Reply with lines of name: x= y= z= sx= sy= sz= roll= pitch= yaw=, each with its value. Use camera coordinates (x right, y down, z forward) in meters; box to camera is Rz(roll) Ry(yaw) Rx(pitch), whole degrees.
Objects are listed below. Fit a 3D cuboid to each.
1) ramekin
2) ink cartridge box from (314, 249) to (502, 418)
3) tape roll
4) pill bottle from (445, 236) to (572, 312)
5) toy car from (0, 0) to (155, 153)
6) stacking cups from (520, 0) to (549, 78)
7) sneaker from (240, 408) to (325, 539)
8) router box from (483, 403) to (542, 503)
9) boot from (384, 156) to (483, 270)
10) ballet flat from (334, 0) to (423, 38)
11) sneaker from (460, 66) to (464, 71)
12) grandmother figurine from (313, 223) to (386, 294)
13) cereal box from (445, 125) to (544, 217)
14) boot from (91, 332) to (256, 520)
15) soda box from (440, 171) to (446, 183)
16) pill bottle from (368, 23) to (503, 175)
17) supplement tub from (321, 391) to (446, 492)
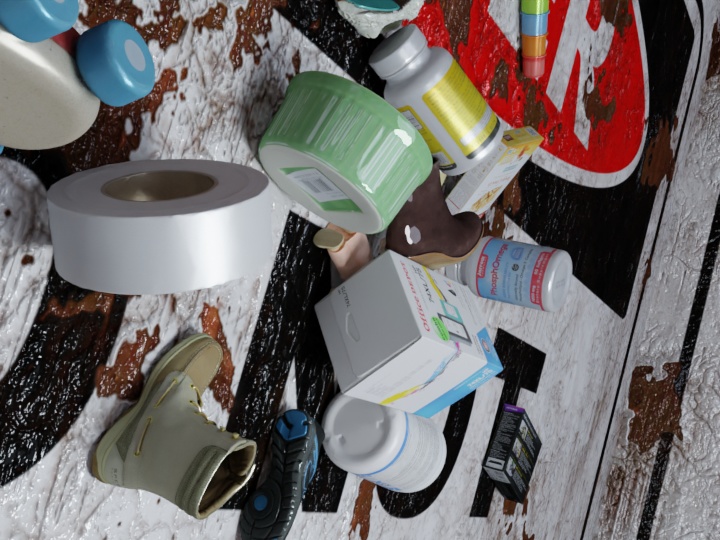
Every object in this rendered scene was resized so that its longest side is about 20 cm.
ramekin: x=-0.024 y=-0.131 z=1.119 sx=0.098 sy=0.199 sz=0.200 roll=-58 pitch=145 yaw=-17
ink cartridge box: x=0.066 y=0.093 z=1.308 sx=0.200 sy=0.146 sz=0.147 roll=23 pitch=38 yaw=-47
tape roll: x=-0.181 y=-0.046 z=0.870 sx=0.202 sy=0.202 sz=0.071 roll=-30 pitch=126 yaw=-52
pill bottle: x=0.252 y=0.001 z=1.628 sx=0.109 sy=0.199 sz=0.109 roll=-29 pitch=124 yaw=-53
toy car: x=-0.276 y=-0.212 z=0.724 sx=0.177 sy=0.184 sz=0.201 roll=39 pitch=38 yaw=-57
stacking cups: x=0.319 y=-0.453 z=1.723 sx=0.061 sy=0.060 sz=0.201 roll=-44 pitch=138 yaw=-44
sneaker: x=-0.095 y=0.291 z=1.267 sx=0.082 sy=0.073 sz=0.201 roll=44 pitch=63 yaw=-58
router box: x=0.334 y=0.401 z=2.065 sx=0.150 sy=0.051 sz=0.200 roll=-65 pitch=148 yaw=-24
boot: x=0.112 y=-0.085 z=1.351 sx=0.200 sy=0.072 sz=0.167 roll=-32 pitch=135 yaw=-36
ballet flat: x=0.029 y=-0.342 z=1.259 sx=0.200 sy=0.071 sz=0.072 roll=-33 pitch=128 yaw=-51
sneaker: x=0.169 y=-0.243 z=1.527 sx=0.083 sy=0.071 sz=0.200 roll=-57 pitch=143 yaw=-27
grandmother figurine: x=0.000 y=0.000 z=1.346 sx=0.121 sy=0.061 sz=0.200 roll=-36 pitch=140 yaw=-12
cereal box: x=0.204 y=-0.145 z=1.555 sx=0.144 sy=0.040 sz=0.200 roll=-23 pitch=153 yaw=-55
boot: x=-0.169 y=0.161 z=1.009 sx=0.200 sy=0.154 sz=0.072 roll=-55 pitch=143 yaw=-34
soda box: x=0.091 y=-0.160 z=1.431 sx=0.201 sy=0.064 sz=0.068 roll=-64 pitch=147 yaw=-22
pill bottle: x=0.103 y=-0.239 z=1.324 sx=0.200 sy=0.111 sz=0.111 roll=48 pitch=56 yaw=-25
supplement tub: x=0.038 y=0.254 z=1.423 sx=0.200 sy=0.131 sz=0.132 roll=42 pitch=65 yaw=-56
